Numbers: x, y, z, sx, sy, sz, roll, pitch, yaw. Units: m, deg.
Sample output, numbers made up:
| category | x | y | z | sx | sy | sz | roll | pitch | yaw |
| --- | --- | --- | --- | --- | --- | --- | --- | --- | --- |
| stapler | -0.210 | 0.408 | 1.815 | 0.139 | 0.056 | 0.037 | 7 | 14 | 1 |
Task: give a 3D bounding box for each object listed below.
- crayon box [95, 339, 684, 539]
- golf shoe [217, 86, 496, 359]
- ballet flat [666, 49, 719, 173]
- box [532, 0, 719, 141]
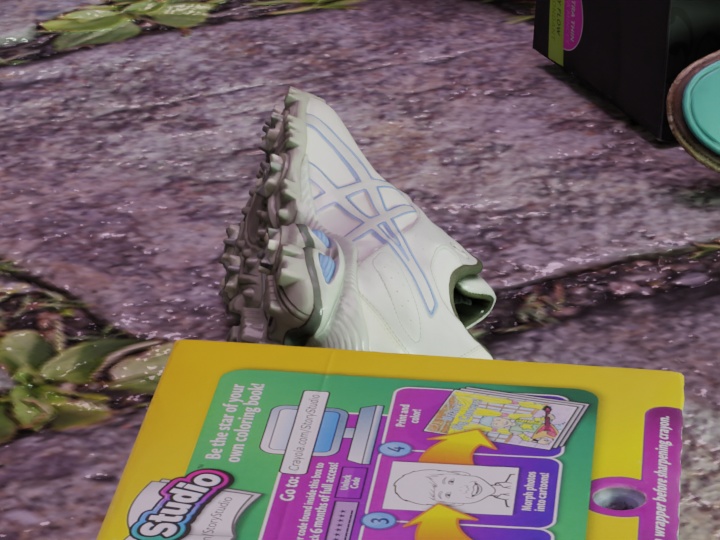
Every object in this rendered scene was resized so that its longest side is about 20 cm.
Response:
| category | x | y | z | sx | sy | sz | roll | pitch | yaw |
| --- | --- | --- | --- | --- | --- | --- | --- | --- | --- |
| crayon box | 0.010 | 0.091 | 0.912 | 0.172 | 0.059 | 0.200 | 3 | 24 | 6 |
| golf shoe | 0.000 | 0.000 | 1.127 | 0.097 | 0.079 | 0.200 | 15 | 27 | -12 |
| ballet flat | 0.221 | -0.066 | 1.290 | 0.199 | 0.071 | 0.065 | -1 | -4 | -11 |
| box | 0.196 | -0.159 | 1.371 | 0.199 | 0.149 | 0.124 | -10 | 27 | -24 |
